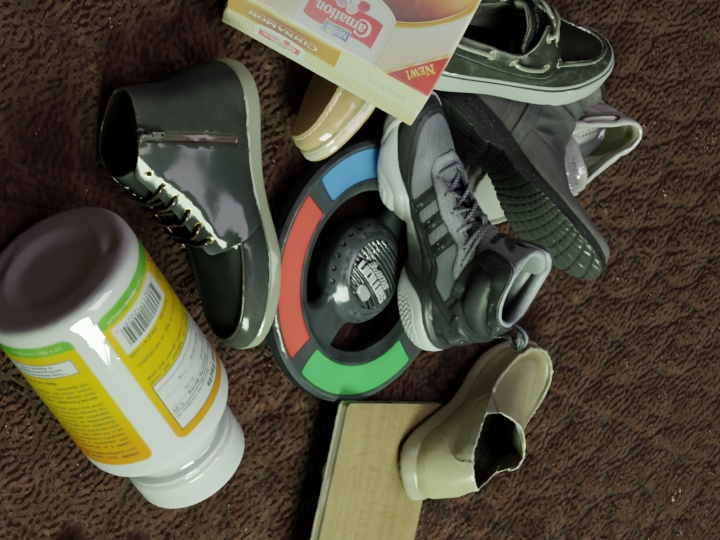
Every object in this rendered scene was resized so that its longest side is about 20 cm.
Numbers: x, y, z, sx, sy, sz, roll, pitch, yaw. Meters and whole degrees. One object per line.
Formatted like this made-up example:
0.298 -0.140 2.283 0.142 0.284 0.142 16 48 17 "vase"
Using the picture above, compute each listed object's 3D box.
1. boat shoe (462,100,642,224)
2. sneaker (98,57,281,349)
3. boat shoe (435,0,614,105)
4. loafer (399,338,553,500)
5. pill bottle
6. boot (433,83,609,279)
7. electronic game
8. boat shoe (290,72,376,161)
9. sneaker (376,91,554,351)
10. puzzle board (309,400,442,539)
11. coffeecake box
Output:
0.152 -0.087 1.776 0.200 0.069 0.071 -34 127 -36 "boat shoe"
-0.120 -0.037 1.497 0.106 0.075 0.201 -15 103 -40 "sneaker"
0.119 -0.169 1.653 0.199 0.064 0.071 -4 61 -36 "boat shoe"
0.107 0.125 1.776 0.200 0.068 0.076 -44 135 -42 "loafer"
-0.154 0.064 1.449 0.111 0.111 0.200 -52 134 -24 "pill bottle"
0.152 -0.103 1.716 0.132 0.070 0.200 -44 99 -28 "boot"
0.000 0.000 1.655 0.200 0.041 0.201 -17 114 -44 "electronic game"
-0.006 -0.176 1.584 0.069 0.074 0.201 34 74 -28 "boat shoe"
0.081 -0.036 1.627 0.075 0.113 0.201 -23 112 -48 "sneaker"
0.002 0.199 1.718 0.151 0.017 0.201 6 97 -60 "puzzle board"
0.019 -0.227 1.523 0.201 0.153 0.073 -62 -178 -14 "coffeecake box"
